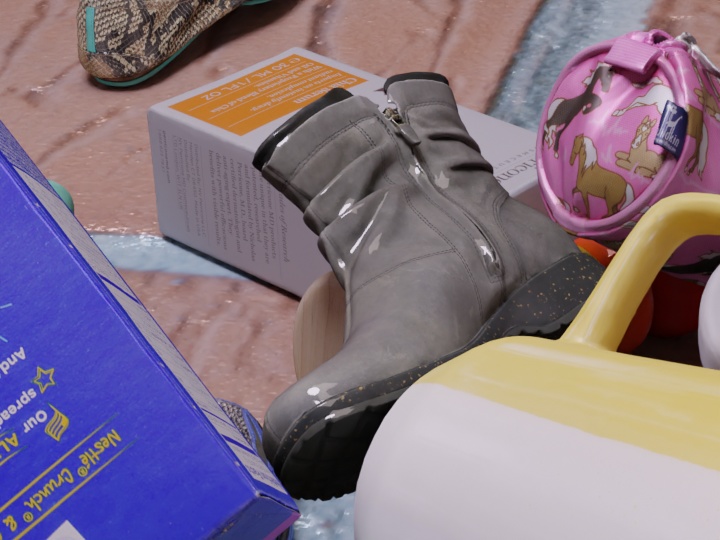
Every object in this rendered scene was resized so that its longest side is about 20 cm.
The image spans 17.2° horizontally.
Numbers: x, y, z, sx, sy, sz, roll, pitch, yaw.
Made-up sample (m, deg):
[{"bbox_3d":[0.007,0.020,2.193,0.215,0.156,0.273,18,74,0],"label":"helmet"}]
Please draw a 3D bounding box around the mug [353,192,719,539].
[{"bbox_3d":[0.093,0.082,0.784,0.153,0.150,0.187,19,46,37],"label":"mug"}]

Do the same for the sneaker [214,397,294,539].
[{"bbox_3d":[-0.071,0.099,0.856,0.075,0.079,0.200,2,29,10],"label":"sneaker"}]

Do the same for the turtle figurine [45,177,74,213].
[{"bbox_3d":[-0.194,-0.009,1.065,0.200,0.101,0.150,-3,27,15],"label":"turtle figurine"}]

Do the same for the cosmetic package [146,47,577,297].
[{"bbox_3d":[0.002,-0.035,1.109,0.101,0.071,0.200,-27,36,-37],"label":"cosmetic package"}]

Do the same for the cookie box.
[{"bbox_3d":[-0.146,0.051,0.752,0.171,0.075,0.200,-39,76,3],"label":"cookie box"}]

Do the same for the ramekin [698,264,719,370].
[{"bbox_3d":[0.227,0.054,0.887,0.202,0.094,0.202,-4,28,2],"label":"ramekin"}]

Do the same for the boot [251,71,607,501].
[{"bbox_3d":[0.000,0.000,0.884,0.131,0.068,0.200,48,39,13],"label":"boot"}]

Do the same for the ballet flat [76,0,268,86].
[{"bbox_3d":[-0.094,-0.174,1.378,0.068,0.075,0.200,13,32,30],"label":"ballet flat"}]

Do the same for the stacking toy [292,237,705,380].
[{"bbox_3d":[0.074,0.022,0.999,0.200,0.085,0.085,-14,29,-33],"label":"stacking toy"}]

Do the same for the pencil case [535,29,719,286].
[{"bbox_3d":[0.167,-0.035,0.987,0.200,0.086,0.083,16,55,-38],"label":"pencil case"}]
